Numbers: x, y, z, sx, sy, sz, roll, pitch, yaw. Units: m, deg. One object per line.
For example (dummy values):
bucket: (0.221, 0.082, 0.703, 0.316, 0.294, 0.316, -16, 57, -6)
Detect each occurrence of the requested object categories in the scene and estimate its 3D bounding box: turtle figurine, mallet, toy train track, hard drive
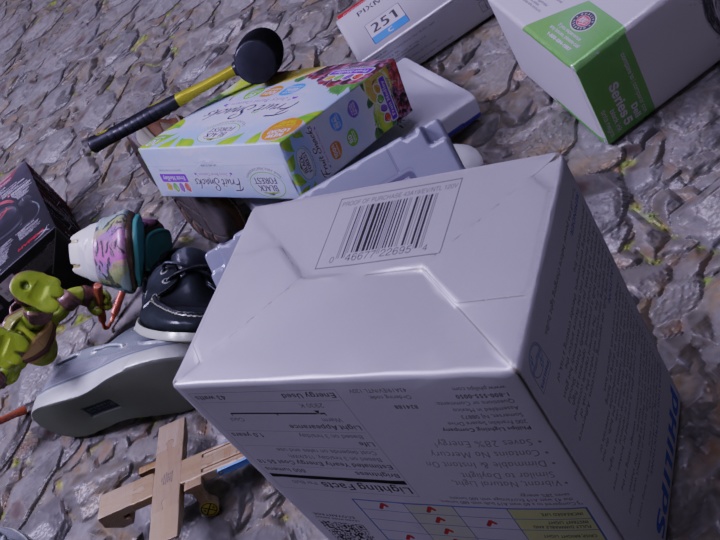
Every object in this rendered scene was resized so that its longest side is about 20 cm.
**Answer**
turtle figurine: (-0.278, 0.049, 0.838, 0.200, 0.064, 0.161, -46, -4, -19)
mallet: (-0.155, -0.151, 0.852, 0.198, 0.042, 0.066, -28, 20, 4)
toy train track: (-0.094, 0.142, 0.694, 0.197, 0.033, 0.115, -24, 34, 9)
hard drive: (-0.009, -0.106, 0.840, 0.198, 0.026, 0.132, -35, 36, -8)

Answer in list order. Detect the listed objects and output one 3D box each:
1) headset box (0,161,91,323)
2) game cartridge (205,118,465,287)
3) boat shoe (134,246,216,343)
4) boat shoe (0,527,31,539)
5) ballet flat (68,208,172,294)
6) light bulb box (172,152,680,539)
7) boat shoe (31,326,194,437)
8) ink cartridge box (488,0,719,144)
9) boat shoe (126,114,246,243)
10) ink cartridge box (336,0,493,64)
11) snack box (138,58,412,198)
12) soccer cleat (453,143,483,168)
headset box: (-0.372, -0.017, 1.026, 0.148, 0.075, 0.200, -42, 39, -4)
game cartridge: (0.000, 0.000, 0.688, 0.198, 0.041, 0.135, -28, 77, 9)
boat shoe: (-0.135, 0.015, 0.758, 0.199, 0.073, 0.068, -152, 68, -79)
boat shoe: (-0.268, 0.212, 0.686, 0.070, 0.072, 0.200, -42, 20, -19)
ballet flat: (-0.210, -0.018, 0.837, 0.070, 0.071, 0.200, 2, 3, -3)
light bulb box: (0.046, 0.065, 0.519, 0.195, 0.201, 0.126, -6, 47, 34)
boat shoe: (-0.188, 0.078, 0.795, 0.198, 0.070, 0.072, -19, 46, 27)
ink cartridge box: (0.220, -0.214, 0.740, 0.199, 0.084, 0.146, -36, 39, 4)
boat shoe: (-0.158, -0.099, 0.937, 0.071, 0.076, 0.200, -32, 49, -16)
ink cartridge box: (0.067, -0.285, 0.962, 0.198, 0.045, 0.177, -33, 40, 8)
snack box: (-0.075, -0.117, 0.811, 0.198, 0.054, 0.142, 5, 39, 46)
soccer cleat: (0.005, -0.043, 0.744, 0.199, 0.087, 0.070, -37, 37, 2)
